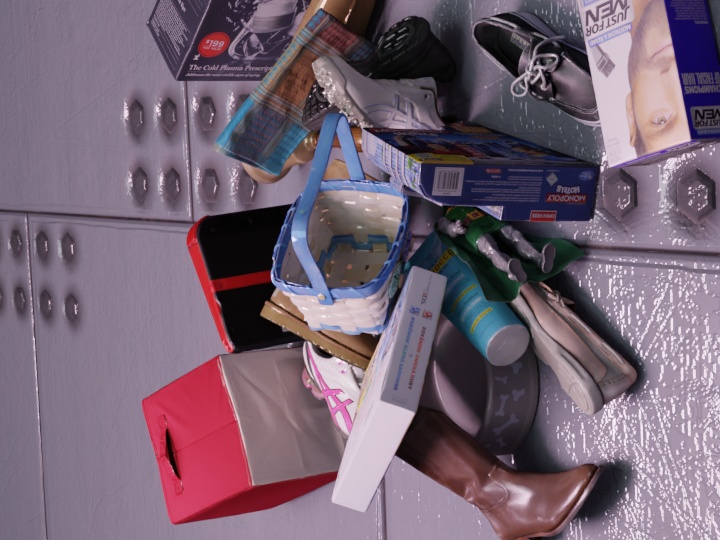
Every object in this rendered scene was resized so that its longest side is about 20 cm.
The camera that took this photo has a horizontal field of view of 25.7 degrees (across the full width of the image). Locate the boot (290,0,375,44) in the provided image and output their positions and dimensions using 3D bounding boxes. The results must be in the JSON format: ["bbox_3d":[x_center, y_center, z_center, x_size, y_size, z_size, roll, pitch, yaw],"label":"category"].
[{"bbox_3d":[-0.036,-0.321,1.779,0.066,0.174,0.201,55,132,35],"label":"boot"}]

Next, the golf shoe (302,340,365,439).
[{"bbox_3d":[-0.011,0.137,1.880,0.200,0.072,0.092,43,145,41],"label":"golf shoe"}]

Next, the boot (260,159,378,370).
[{"bbox_3d":[0.000,0.000,1.812,0.201,0.175,0.066,-62,11,-2],"label":"boot"}]

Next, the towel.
[{"bbox_3d":[-0.073,-0.199,1.809,0.022,0.147,0.200,44,101,24],"label":"towel"}]

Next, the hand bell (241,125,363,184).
[{"bbox_3d":[-0.044,-0.159,1.904,0.199,0.104,0.105,1,96,42],"label":"hand bell"}]

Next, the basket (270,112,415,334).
[{"bbox_3d":[-0.020,-0.042,1.661,0.138,0.200,0.177,0,52,23],"label":"basket"}]

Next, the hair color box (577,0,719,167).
[{"bbox_3d":[0.269,-0.205,1.463,0.109,0.065,0.201,-17,83,53],"label":"hair color box"}]

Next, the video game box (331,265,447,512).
[{"bbox_3d":[0.030,0.126,1.649,0.200,0.047,0.183,112,173,-50],"label":"video game box"}]

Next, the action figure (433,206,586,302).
[{"bbox_3d":[0.133,-0.038,1.655,0.200,0.118,0.055,40,146,57],"label":"action figure"}]

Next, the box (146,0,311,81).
[{"bbox_3d":[-0.124,-0.324,1.871,0.104,0.199,0.182,61,139,31],"label":"box"}]

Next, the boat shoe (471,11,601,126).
[{"bbox_3d":[0.185,-0.204,1.573,0.199,0.068,0.074,49,132,38],"label":"boat shoe"}]

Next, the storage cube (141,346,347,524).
[{"bbox_3d":[-0.140,0.205,1.986,0.179,0.199,0.172,-31,70,45],"label":"storage cube"}]

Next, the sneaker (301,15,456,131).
[{"bbox_3d":[0.019,-0.199,1.754,0.199,0.091,0.076,-26,40,34],"label":"sneaker"}]

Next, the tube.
[{"bbox_3d":[0.108,0.026,1.666,0.077,0.050,0.200,-46,41,5],"label":"tube"}]

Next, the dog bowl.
[{"bbox_3d":[0.109,0.116,1.738,0.200,0.058,0.201,13,106,53],"label":"dog bowl"}]

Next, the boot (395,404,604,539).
[{"bbox_3d":[0.133,0.194,1.631,0.200,0.064,0.187,41,137,2],"label":"boot"}]

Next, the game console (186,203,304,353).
[{"bbox_3d":[-0.097,0.005,1.884,0.031,0.199,0.178,-47,59,56],"label":"game console"}]

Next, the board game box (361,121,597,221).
[{"bbox_3d":[0.107,-0.106,1.627,0.200,0.199,0.062,-142,56,-62],"label":"board game box"}]

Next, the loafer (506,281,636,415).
[{"bbox_3d":[0.206,0.063,1.605,0.200,0.063,0.072,55,168,39],"label":"loafer"}]

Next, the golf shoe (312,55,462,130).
[{"bbox_3d":[0.031,-0.184,1.692,0.097,0.200,0.078,-48,39,2],"label":"golf shoe"}]
